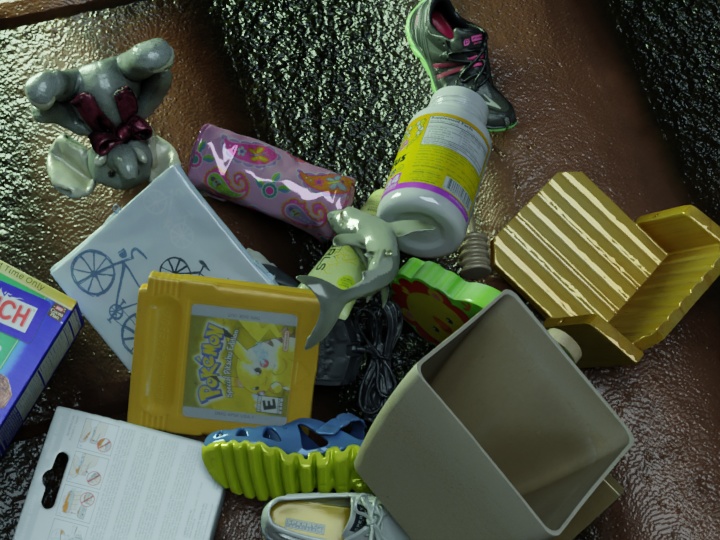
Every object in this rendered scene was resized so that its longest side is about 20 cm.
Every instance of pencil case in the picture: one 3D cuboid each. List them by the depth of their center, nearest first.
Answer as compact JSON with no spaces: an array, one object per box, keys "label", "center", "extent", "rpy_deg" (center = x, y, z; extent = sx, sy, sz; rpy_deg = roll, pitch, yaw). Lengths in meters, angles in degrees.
[{"label":"pencil case","center":[-0.106,-0.101,1.583],"extent":[0.199,0.088,0.088],"rpy_deg":[21,68,1]}]

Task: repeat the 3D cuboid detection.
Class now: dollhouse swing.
[{"label":"dollhouse swing","center":[0.281,-0.021,1.566],"extent":[0.200,0.182,0.176],"rpy_deg":[-44,100,-20]}]

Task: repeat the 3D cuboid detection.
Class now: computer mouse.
[{"label":"computer mouse","center":[-0.057,0.093,1.524],"extent":[0.199,0.053,0.139],"rpy_deg":[6,95,-5]}]

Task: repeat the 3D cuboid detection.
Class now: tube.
[{"label":"tube","center":[-0.007,-0.016,1.543],"extent":[0.052,0.058,0.200],"rpy_deg":[47,48,-13]}]

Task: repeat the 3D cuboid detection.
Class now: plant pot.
[{"label":"plant pot","center":[0.115,0.174,1.356],"extent":[0.200,0.177,0.200],"rpy_deg":[50,40,5]}]

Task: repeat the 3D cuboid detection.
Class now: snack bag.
[{"label":"snack bag","center":[-0.216,0.008,1.497],"extent":[0.200,0.021,0.189],"rpy_deg":[-41,85,10]}]

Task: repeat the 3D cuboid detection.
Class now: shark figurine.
[{"label":"shark figurine","center":[0.010,0.010,1.447],"extent":[0.127,0.090,0.215],"rpy_deg":[4,30,8]}]

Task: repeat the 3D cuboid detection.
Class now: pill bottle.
[{"label":"pill bottle","center":[0.091,-0.118,1.570],"extent":[0.104,0.104,0.201],"rpy_deg":[20,53,0]}]

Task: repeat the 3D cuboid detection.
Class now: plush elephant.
[{"label":"plush elephant","center":[-0.281,-0.158,1.548],"extent":[0.164,0.200,0.156],"rpy_deg":[-18,96,-13]}]

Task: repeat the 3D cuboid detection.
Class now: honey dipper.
[{"label":"honey dipper","center":[0.129,-0.088,1.635],"extent":[0.038,0.038,0.201],"rpy_deg":[0,66,-8]}]

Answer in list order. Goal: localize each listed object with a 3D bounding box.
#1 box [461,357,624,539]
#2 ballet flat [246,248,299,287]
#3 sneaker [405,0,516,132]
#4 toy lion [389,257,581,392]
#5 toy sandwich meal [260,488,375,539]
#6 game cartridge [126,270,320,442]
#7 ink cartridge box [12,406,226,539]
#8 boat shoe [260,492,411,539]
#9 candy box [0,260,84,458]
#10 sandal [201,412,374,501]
[{"label":"box","center":[0.162,0.211,1.464],"extent":[0.200,0.164,0.021],"rpy_deg":[46,35,10]},{"label":"ballet flat","center":[-0.150,0.004,1.543],"extent":[0.199,0.073,0.073],"rpy_deg":[5,68,-1]},{"label":"sneaker","center":[0.124,-0.253,1.666],"extent":[0.077,0.084,0.200],"rpy_deg":[-26,75,-32]},{"label":"toy lion","center":[0.121,0.059,1.495],"extent":[0.192,0.200,0.069],"rpy_deg":[46,68,-9]},{"label":"toy sandwich meal","center":[-0.007,0.277,1.454],"extent":[0.204,0.070,0.206],"rpy_deg":[3,69,-7]},{"label":"game cartridge","center":[-0.146,0.097,1.471],"extent":[0.199,0.032,0.177],"rpy_deg":[6,106,-4]},{"label":"ink cartridge box","center":[-0.248,0.246,1.448],"extent":[0.199,0.047,0.161],"rpy_deg":[14,68,0]},{"label":"boat shoe","center":[-0.001,0.254,1.384],"extent":[0.201,0.086,0.075],"rpy_deg":[9,68,-1]},{"label":"candy box","center":[-0.420,0.088,1.466],"extent":[0.168,0.077,0.201],"rpy_deg":[26,67,4]},{"label":"sandal","center":[-0.068,0.191,1.444],"extent":[0.199,0.080,0.087],"rpy_deg":[4,37,-4]}]
